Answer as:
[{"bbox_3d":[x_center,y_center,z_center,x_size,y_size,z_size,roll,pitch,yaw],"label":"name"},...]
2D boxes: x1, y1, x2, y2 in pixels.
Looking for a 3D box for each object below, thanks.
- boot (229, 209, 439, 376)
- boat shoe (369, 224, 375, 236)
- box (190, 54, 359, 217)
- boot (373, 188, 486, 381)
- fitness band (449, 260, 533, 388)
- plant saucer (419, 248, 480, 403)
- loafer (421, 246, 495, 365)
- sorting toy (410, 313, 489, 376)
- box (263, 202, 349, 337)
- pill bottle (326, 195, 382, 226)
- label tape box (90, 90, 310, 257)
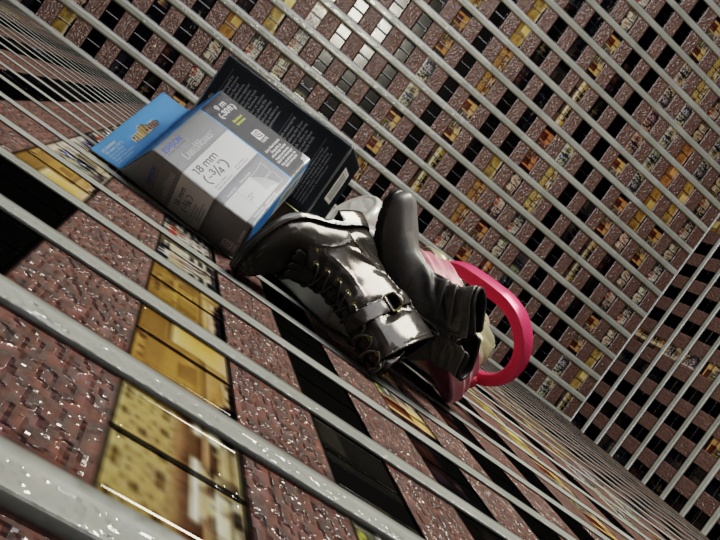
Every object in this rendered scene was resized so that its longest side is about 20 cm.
[{"bbox_3d":[-0.019,0.028,0.758,0.198,0.069,0.176,-14,68,-39],"label":"boot"},{"bbox_3d":[0.000,0.000,1.052,0.068,0.072,0.200,19,-25,-3],"label":"boat shoe"},{"bbox_3d":[-0.111,-0.166,0.986,0.199,0.108,0.148,37,1,4],"label":"box"},{"bbox_3d":[0.083,0.012,0.834,0.130,0.204,0.069,9,17,38],"label":"boot"},{"bbox_3d":[0.152,0.075,1.038,0.037,0.146,0.199,-1,31,-48],"label":"fitness band"},{"bbox_3d":[0.107,0.067,0.962,0.201,0.050,0.205,165,-89,-85],"label":"plant saucer"},{"bbox_3d":[0.140,0.057,1.121,0.067,0.075,0.203,-5,66,-43],"label":"loafer"},{"bbox_3d":[0.097,0.077,1.151,0.199,0.037,0.186,39,43,0],"label":"sorting toy"},{"bbox_3d":[-0.056,-0.004,0.928,0.199,0.078,0.095,39,2,38],"label":"box"},{"bbox_3d":[0.020,-0.017,1.285,0.112,0.111,0.202,40,-23,61],"label":"pill bottle"},{"bbox_3d":[-0.176,-0.130,0.836,0.199,0.063,0.145,37,46,-3],"label":"label tape box"}]
